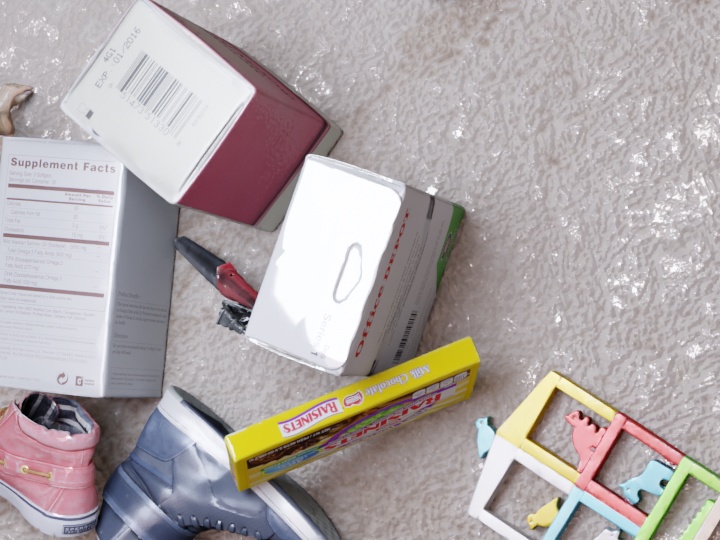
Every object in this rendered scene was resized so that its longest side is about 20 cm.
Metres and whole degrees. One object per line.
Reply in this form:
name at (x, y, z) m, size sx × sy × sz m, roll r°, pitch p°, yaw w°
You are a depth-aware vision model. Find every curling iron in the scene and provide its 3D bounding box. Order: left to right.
curling iron at (-0.111, 0.007, 1.480) m, size 0.200 × 0.049 × 0.026 m, roll 45°, pitch 118°, yaw 59°

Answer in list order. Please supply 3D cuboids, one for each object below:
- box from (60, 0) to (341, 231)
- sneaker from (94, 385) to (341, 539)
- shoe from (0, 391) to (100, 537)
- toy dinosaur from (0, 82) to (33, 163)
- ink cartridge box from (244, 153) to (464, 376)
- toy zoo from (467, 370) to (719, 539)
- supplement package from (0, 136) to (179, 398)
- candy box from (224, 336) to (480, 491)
box at (-0.119, -0.118, 1.461) m, size 0.128 × 0.200 × 0.109 m, roll 39°, pitch 98°, yaw 17°
sneaker at (-0.120, 0.210, 1.496) m, size 0.202 × 0.077 × 0.147 m, roll 37°, pitch 90°, yaw 23°
shoe at (-0.276, 0.136, 1.529) m, size 0.199 × 0.071 × 0.092 m, roll 26°, pitch 114°, yaw 44°
toy dinosaur at (-0.324, -0.094, 1.559) m, size 0.085 × 0.200 × 0.137 m, roll 11°, pitch 92°, yaw -15°
ink cartridge box at (0.000, 0.000, 1.411) m, size 0.084 × 0.200 × 0.147 m, roll 20°, pitch 91°, yaw 16°
toy zoo at (0.172, 0.168, 1.435) m, size 0.199 × 0.020 × 0.132 m, roll 33°, pitch 96°, yaw 18°
supplement package at (-0.227, 0.000, 1.533) m, size 0.116 × 0.117 × 0.202 m, roll 5°, pitch 87°, yaw 19°
candy box at (-0.006, 0.110, 1.420) m, size 0.199 × 0.102 × 0.027 m, roll -22°, pitch 74°, yaw -8°
